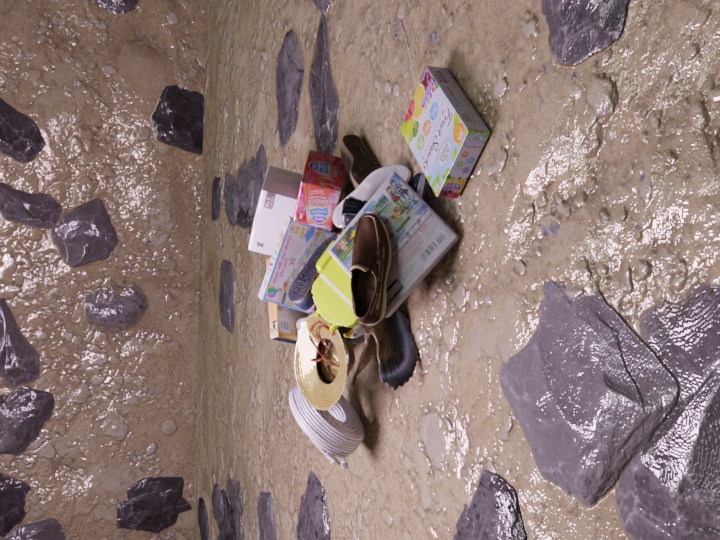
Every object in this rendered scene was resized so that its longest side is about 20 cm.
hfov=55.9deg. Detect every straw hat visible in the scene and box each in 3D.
[{"bbox_3d":[-0.057,0.193,1.467,0.199,0.084,0.206,-1,89,49],"label":"straw hat"}]

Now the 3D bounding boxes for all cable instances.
[{"bbox_3d":[-0.076,0.331,1.547,0.069,0.200,0.200,-45,7,12],"label":"cable"}]

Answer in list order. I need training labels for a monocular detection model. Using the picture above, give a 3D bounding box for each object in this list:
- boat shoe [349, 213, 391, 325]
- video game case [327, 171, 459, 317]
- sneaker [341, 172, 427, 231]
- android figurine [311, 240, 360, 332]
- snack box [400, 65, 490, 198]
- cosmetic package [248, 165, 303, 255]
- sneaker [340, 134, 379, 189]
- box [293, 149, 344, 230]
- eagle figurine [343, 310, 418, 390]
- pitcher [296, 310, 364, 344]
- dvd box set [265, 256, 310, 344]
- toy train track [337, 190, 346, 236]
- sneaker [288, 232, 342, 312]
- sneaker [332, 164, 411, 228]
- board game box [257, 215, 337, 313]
[{"bbox_3d":[0.014,-0.006,1.222,0.073,0.075,0.207,-7,80,25],"label":"boat shoe"},{"bbox_3d":[0.057,-0.049,1.261,0.201,0.022,0.183,-48,66,13],"label":"video game case"},{"bbox_3d":[0.041,-0.126,1.331,0.078,0.144,0.204,-72,6,-48],"label":"sneaker"},{"bbox_3d":[-0.016,0.026,1.319,0.181,0.041,0.202,40,102,24],"label":"android figurine"},{"bbox_3d":[0.146,-0.251,1.219,0.144,0.052,0.202,112,147,-41],"label":"snack box"},{"bbox_3d":[-0.183,-0.144,1.737,0.201,0.162,0.168,-94,19,-63],"label":"cosmetic package"},{"bbox_3d":[0.001,-0.225,1.546,0.076,0.069,0.202,92,167,-47],"label":"sneaker"},{"bbox_3d":[-0.094,-0.190,1.581,0.201,0.093,0.104,-86,11,-59],"label":"box"},{"bbox_3d":[0.030,0.131,1.385,0.152,0.148,0.204,-114,10,-85],"label":"eagle figurine"},{"bbox_3d":[-0.090,0.142,1.600,0.199,0.168,0.124,150,126,-61],"label":"pitcher"},{"bbox_3d":[-0.177,0.079,1.694,0.029,0.146,0.204,-15,72,28],"label":"dvd box set"},{"bbox_3d":[-0.038,-0.106,1.542,0.201,0.032,0.117,-81,-26,-64],"label":"toy train track"},{"bbox_3d":[-0.084,0.006,1.579,0.201,0.082,0.070,-51,44,-7],"label":"sneaker"},{"bbox_3d":[0.040,-0.150,1.441,0.199,0.099,0.072,-35,63,24],"label":"sneaker"},{"bbox_3d":[-0.147,-0.013,1.604,0.034,0.133,0.204,29,100,60],"label":"board game box"}]
